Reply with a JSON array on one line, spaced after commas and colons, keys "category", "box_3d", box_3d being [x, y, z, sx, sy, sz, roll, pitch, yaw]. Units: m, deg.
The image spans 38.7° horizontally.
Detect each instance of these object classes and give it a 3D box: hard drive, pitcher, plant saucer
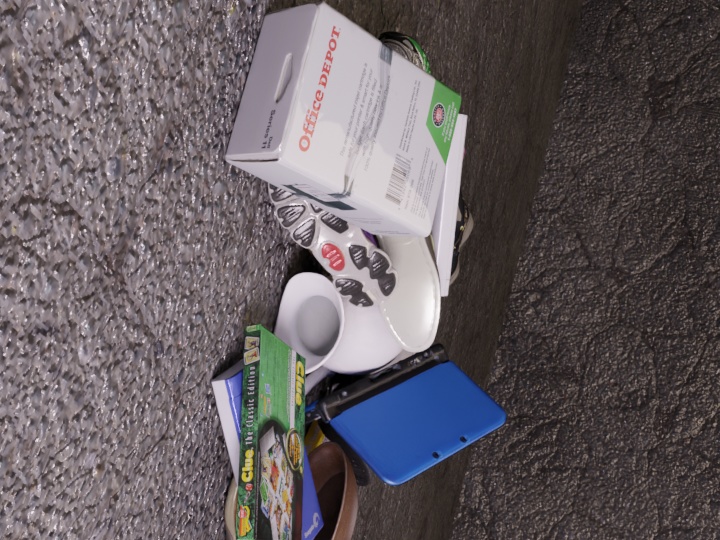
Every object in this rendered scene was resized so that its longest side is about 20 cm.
[{"category": "hard drive", "box_3d": [0.078, -0.084, 1.184, 0.132, 0.026, 0.203, -145, -122, -68]}, {"category": "hard drive", "box_3d": [-0.089, 0.187, 1.023, 0.132, 0.025, 0.203, -33, 112, -69]}, {"category": "pitcher", "box_3d": [-0.031, 0.081, 1.168, 0.173, 0.121, 0.199, -60, 158, 14]}, {"category": "plant saucer", "box_3d": [-0.053, 0.294, 1.155, 0.201, 0.036, 0.201, -52, -157, 32]}]

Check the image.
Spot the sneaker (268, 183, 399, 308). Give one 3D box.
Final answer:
[{"category": "sneaker", "box_3d": [-0.034, -0.050, 1.046, 0.201, 0.080, 0.084, 61, 1, -29]}]

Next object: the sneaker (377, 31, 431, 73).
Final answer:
[{"category": "sneaker", "box_3d": [0.036, -0.190, 1.243, 0.085, 0.077, 0.202, -55, 153, -55]}]

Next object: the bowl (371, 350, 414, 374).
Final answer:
[{"category": "bowl", "box_3d": [0.037, 0.171, 1.479, 0.201, 0.074, 0.202, -74, 167, -54]}]

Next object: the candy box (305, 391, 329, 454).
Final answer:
[{"category": "candy box", "box_3d": [-0.047, 0.229, 1.362, 0.201, 0.026, 0.103, -64, 156, -45]}]

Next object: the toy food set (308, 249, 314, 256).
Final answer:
[{"category": "toy food set", "box_3d": [-0.003, -0.120, 1.146, 0.198, 0.048, 0.201, -51, 145, -30]}]

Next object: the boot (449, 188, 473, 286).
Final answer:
[{"category": "boot", "box_3d": [0.096, -0.076, 1.410, 0.204, 0.073, 0.155, -61, 143, -47]}]

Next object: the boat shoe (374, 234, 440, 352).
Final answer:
[{"category": "boat shoe", "box_3d": [0.051, -0.014, 1.128, 0.060, 0.071, 0.204, -28, 107, -75]}]

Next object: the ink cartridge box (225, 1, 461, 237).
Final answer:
[{"category": "ink cartridge box", "box_3d": [-0.011, -0.131, 0.932, 0.199, 0.083, 0.148, 25, 76, -43]}]

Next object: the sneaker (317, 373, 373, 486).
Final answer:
[{"category": "sneaker", "box_3d": [-0.006, 0.187, 1.330, 0.201, 0.059, 0.105, 72, 35, -45]}]

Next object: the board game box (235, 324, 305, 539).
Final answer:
[{"category": "board game box", "box_3d": [-0.083, 0.164, 0.979, 0.105, 0.023, 0.202, 44, 41, -56]}]

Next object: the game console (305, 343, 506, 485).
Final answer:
[{"category": "game console", "box_3d": [0.034, 0.174, 1.172, 0.199, 0.170, 0.119, -19, 81, -39]}]

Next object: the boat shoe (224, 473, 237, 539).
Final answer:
[{"category": "boat shoe", "box_3d": [-0.103, 0.279, 1.092, 0.076, 0.073, 0.203, -32, 133, -70]}]
